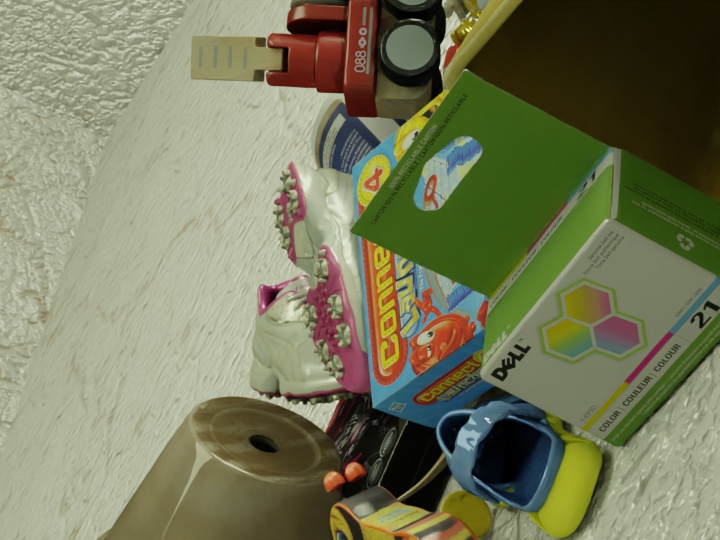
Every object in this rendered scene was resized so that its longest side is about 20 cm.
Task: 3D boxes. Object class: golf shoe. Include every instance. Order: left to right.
[{"bbox_3d":[-0.035,0.052,1.715,0.200,0.075,0.092,2,99,64],"label":"golf shoe"},{"bbox_3d":[0.000,0.000,1.632,0.076,0.091,0.201,114,148,-46],"label":"golf shoe"}]

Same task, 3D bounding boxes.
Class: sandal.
[{"bbox_3d":[0.086,0.111,1.457,0.080,0.087,0.200,-67,12,-4],"label":"sandal"}]

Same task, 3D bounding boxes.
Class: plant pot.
[{"bbox_3d":[-0.092,0.196,1.659,0.200,0.199,0.175,-95,24,-65],"label":"plant pot"},{"bbox_3d":[0.199,-0.174,1.363,0.194,0.195,0.201,-48,12,48],"label":"plant pot"}]

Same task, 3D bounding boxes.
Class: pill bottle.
[{"bbox_3d":[0.050,-0.065,1.753,0.112,0.111,0.200,-60,39,16],"label":"pill bottle"}]

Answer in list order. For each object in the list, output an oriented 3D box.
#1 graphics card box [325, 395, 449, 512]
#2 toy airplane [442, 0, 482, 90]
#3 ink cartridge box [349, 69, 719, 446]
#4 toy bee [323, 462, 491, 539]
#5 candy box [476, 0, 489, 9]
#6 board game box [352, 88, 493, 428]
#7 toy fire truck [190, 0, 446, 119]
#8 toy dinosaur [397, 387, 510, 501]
[{"bbox_3d":[0.016,0.141,1.731,0.126,0.051,0.200,-65,15,-7],"label":"graphics card box"},{"bbox_3d":[0.125,-0.235,1.803,0.200,0.140,0.200,-55,13,41],"label":"toy airplane"},{"bbox_3d":[0.108,-0.004,1.339,0.148,0.199,0.076,-53,17,37],"label":"ink cartridge box"},{"bbox_3d":[0.011,0.183,1.510,0.199,0.109,0.131,-20,3,41],"label":"toy bee"},{"bbox_3d":[0.165,-0.270,1.635,0.198,0.072,0.168,-15,25,5],"label":"candy box"},{"bbox_3d":[0.080,-0.028,1.525,0.196,0.056,0.201,-38,46,41],"label":"board game box"},{"bbox_3d":[-0.034,-0.203,1.721,0.129,0.198,0.178,78,-166,-75],"label":"toy fire truck"},{"bbox_3d":[0.089,0.081,1.600,0.101,0.058,0.201,111,-175,-65],"label":"toy dinosaur"}]
